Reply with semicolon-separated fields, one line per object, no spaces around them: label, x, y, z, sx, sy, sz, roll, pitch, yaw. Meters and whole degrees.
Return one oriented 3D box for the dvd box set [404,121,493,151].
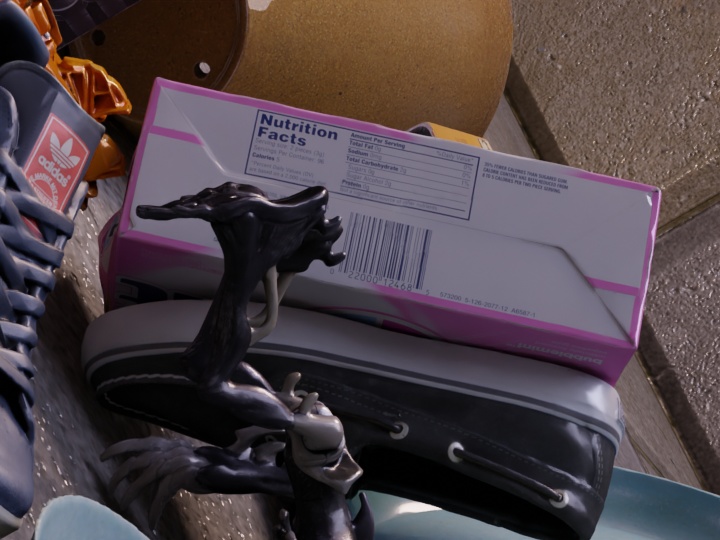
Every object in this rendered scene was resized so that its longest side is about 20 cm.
dvd box set;-0.016;-0.017;1.203;0.030;0.146;0.200;65;8;4

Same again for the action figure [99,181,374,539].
action figure;-0.043;0.074;0.931;0.119;0.101;0.202;-117;-157;-84

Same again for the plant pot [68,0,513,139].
plant pot;-0.050;-0.113;1.312;0.187;0.186;0.200;61;23;9

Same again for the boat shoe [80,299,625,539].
boat shoe;-0.005;0.055;1.002;0.069;0.198;0.057;91;8;-63

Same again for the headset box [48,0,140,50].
headset box;-0.158;-0.195;1.144;0.201;0.092;0.174;57;10;-25

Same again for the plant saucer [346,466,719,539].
plant saucer;0.081;0.109;1.030;0.200;0.198;0.028;-80;179;-77

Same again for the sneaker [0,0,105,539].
sneaker;-0.112;-0.011;0.833;0.075;0.084;0.201;51;13;-45

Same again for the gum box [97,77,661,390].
gum box;0.000;0.000;1.035;0.114;0.198;0.067;107;-5;-66

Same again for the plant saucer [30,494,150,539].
plant saucer;-0.051;0.160;0.784;0.202;0.039;0.201;59;9;-15

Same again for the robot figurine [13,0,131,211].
robot figurine;-0.156;-0.114;1.001;0.201;0.058;0.145;58;8;-20
